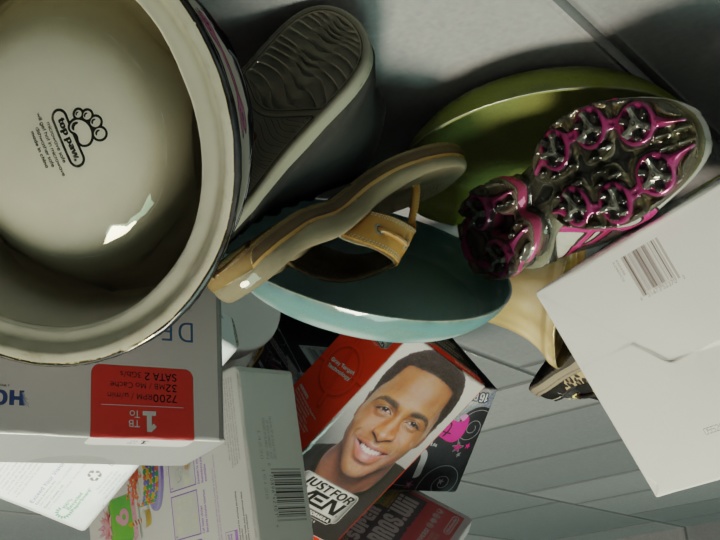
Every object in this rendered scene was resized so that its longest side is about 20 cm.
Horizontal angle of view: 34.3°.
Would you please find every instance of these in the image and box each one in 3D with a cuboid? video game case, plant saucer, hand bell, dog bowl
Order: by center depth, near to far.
[{"bbox_3d":[-0.137,-0.062,0.542,0.197,0.203,0.074,-12,-170,18],"label":"dog bowl"},{"bbox_3d":[0.000,0.000,0.756,0.197,0.028,0.201,11,-160,-4],"label":"plant saucer"},{"bbox_3d":[0.118,-0.080,0.758,0.196,0.032,0.201,-5,158,-2],"label":"plant saucer"},{"bbox_3d":[0.063,0.003,0.880,0.197,0.106,0.104,10,164,19],"label":"hand bell"},{"bbox_3d":[-0.020,0.211,0.994,0.198,0.143,0.018,24,123,19],"label":"video game case"}]

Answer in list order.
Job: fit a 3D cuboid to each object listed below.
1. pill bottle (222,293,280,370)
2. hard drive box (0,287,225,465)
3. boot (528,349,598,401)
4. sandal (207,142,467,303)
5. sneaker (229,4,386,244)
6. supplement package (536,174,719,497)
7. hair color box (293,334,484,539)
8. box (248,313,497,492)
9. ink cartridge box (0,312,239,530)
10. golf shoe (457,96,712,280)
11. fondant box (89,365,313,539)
[{"bbox_3d":[-0.151,0.052,0.918,0.110,0.113,0.199,12,154,-37],"label":"pill bottle"},{"bbox_3d":[-0.162,0.004,0.665,0.154,0.203,0.077,5,159,-27],"label":"hard drive box"},{"bbox_3d":[0.224,0.098,0.919,0.150,0.074,0.200,37,156,2],"label":"boot"},{"bbox_3d":[-0.006,-0.018,0.669,0.199,0.054,0.080,-31,179,-44],"label":"sandal"},{"bbox_3d":[-0.061,-0.046,0.646,0.199,0.075,0.106,-40,159,-1],"label":"sneaker"},{"bbox_3d":[0.232,0.025,0.701,0.110,0.157,0.200,-27,174,-33],"label":"supplement package"},{"bbox_3d":[-0.010,0.124,0.907,0.200,0.061,0.101,-48,130,9],"label":"hair color box"},{"bbox_3d":[-0.004,0.113,1.026,0.197,0.132,0.116,7,115,-29],"label":"box"},{"bbox_3d":[-0.217,0.068,0.784,0.199,0.044,0.197,31,112,-29],"label":"ink cartridge box"},{"bbox_3d":[0.143,-0.055,0.705,0.091,0.074,0.199,-14,172,-32],"label":"golf shoe"},{"bbox_3d":[-0.125,0.168,0.864,0.198,0.147,0.058,-23,158,39],"label":"fondant box"}]
